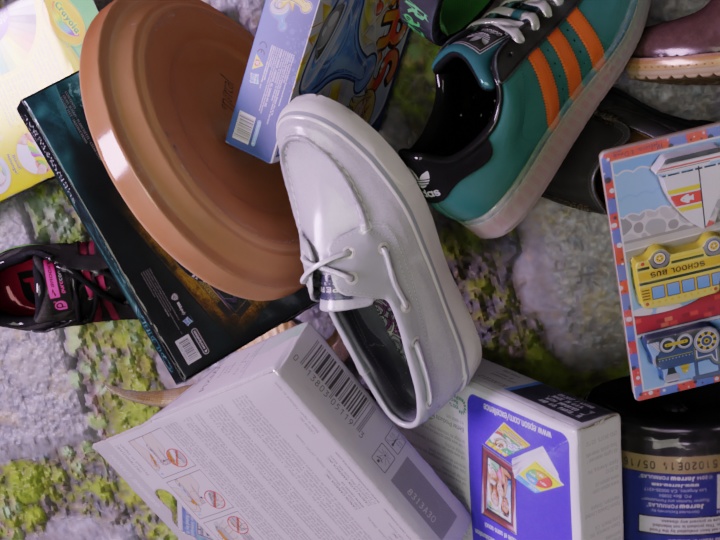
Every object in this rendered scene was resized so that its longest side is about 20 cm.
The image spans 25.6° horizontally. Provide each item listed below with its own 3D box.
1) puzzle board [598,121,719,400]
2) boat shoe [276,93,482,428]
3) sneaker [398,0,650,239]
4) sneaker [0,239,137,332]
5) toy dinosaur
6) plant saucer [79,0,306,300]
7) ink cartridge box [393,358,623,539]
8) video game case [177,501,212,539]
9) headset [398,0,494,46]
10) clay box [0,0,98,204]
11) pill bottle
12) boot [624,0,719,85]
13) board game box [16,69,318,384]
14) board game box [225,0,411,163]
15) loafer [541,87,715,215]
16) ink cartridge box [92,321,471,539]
[{"bbox_3d":[0.236,-0.016,0.861,0.200,0.017,0.151,-14,115,-3],"label":"puzzle board"},{"bbox_3d":[0.000,0.000,0.879,0.072,0.069,0.200,3,128,38],"label":"boat shoe"},{"bbox_3d":[0.092,-0.120,0.878,0.071,0.080,0.200,18,78,54],"label":"sneaker"},{"bbox_3d":[-0.176,0.010,1.057,0.200,0.084,0.077,-14,100,23],"label":"sneaker"},{"bbox_3d":[-0.062,0.084,1.060,0.200,0.058,0.101,-20,81,17],"label":"toy dinosaur"},{"bbox_3d":[-0.079,-0.079,0.930,0.032,0.200,0.200,-29,92,29],"label":"plant saucer"},{"bbox_3d":[0.083,0.157,0.962,0.198,0.043,0.200,21,116,56],"label":"ink cartridge box"},{"bbox_3d":[-0.047,0.262,1.083,0.182,0.022,0.200,14,114,29],"label":"video game case"},{"bbox_3d":[0.098,-0.208,0.875,0.094,0.124,0.200,33,91,13],"label":"headset"},{"bbox_3d":[-0.234,-0.112,1.068,0.200,0.048,0.115,-21,96,24],"label":"clay box"},{"bbox_3d":[0.188,0.169,0.943,0.112,0.112,0.200,3,105,21],"label":"pill bottle"},{"bbox_3d":[0.232,-0.193,0.864,0.200,0.072,0.167,-10,89,25],"label":"boot"},{"bbox_3d":[-0.107,-0.048,1.000,0.200,0.135,0.028,61,160,-3],"label":"board game box"},{"bbox_3d":[-0.004,-0.167,0.913,0.034,0.135,0.200,27,113,20],"label":"board game box"},{"bbox_3d":[0.143,-0.066,0.918,0.200,0.072,0.073,11,109,19],"label":"loafer"},{"bbox_3d":[-0.052,0.129,0.982,0.200,0.050,0.161,-24,111,47],"label":"ink cartridge box"}]
